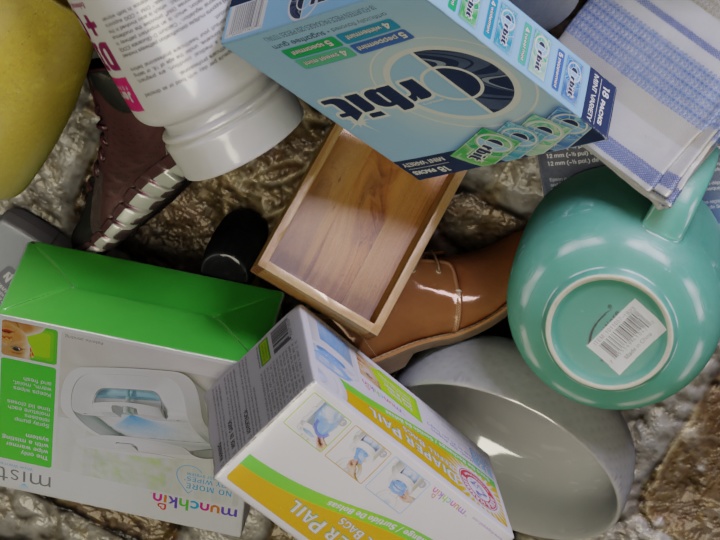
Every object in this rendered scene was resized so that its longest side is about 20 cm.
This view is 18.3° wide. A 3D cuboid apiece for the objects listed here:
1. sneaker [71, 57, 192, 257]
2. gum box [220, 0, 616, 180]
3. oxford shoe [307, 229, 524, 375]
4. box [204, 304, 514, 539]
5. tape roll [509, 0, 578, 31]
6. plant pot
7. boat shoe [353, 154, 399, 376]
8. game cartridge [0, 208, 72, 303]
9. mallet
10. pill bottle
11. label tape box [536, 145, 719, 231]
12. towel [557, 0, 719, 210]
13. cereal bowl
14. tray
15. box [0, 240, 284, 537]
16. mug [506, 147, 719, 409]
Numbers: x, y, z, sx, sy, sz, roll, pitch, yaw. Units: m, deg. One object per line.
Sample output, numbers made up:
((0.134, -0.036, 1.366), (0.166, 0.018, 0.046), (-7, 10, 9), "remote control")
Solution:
((-0.177, -0.097, 1.660), (0.116, 0.076, 0.200), (49, 129, -2), "sneaker")
((0.039, -0.133, 1.457), (0.170, 0.045, 0.200), (-10, 148, 43), "gum box")
((0.053, 0.012, 1.626), (0.200, 0.071, 0.071), (-27, 116, -13), "oxford shoe")
((-0.001, 0.138, 1.573), (0.200, 0.113, 0.101), (39, 107, -24), "box")
((0.045, -0.205, 1.494), (0.200, 0.200, 0.066), (-9, 72, 17), "tape roll")
((-0.266, -0.172, 1.581), (0.200, 0.200, 0.142), (43, 111, -10), "plant pot")
((0.000, 0.000, 1.674), (0.074, 0.066, 0.201), (-2, 113, -28), "boat shoe")
((-0.241, 0.051, 1.771), (0.133, 0.041, 0.200), (-35, 104, 28), "game cartridge")
((-0.060, 0.041, 1.730), (0.041, 0.066, 0.200), (-16, 126, 24), "mallet")
((-0.125, -0.169, 1.504), (0.113, 0.113, 0.200), (-22, 109, 21), "pill bottle")
((0.200, -0.081, 1.593), (0.143, 0.066, 0.201), (-5, 112, 15), "label tape box")
((0.215, -0.154, 1.496), (0.147, 0.024, 0.200), (40, 92, 31), "towel")
((0.118, 0.112, 1.672), (0.199, 0.083, 0.200), (22, 151, 13), "cereal bowl")
((0.013, -0.062, 1.588), (0.098, 0.037, 0.200), (31, 78, -7), "tray")
((-0.168, 0.089, 1.685), (0.199, 0.097, 0.177), (12, 127, 3), "box")
((0.175, 0.004, 1.537), (0.151, 0.114, 0.186), (-3, 114, 14), "mug")
